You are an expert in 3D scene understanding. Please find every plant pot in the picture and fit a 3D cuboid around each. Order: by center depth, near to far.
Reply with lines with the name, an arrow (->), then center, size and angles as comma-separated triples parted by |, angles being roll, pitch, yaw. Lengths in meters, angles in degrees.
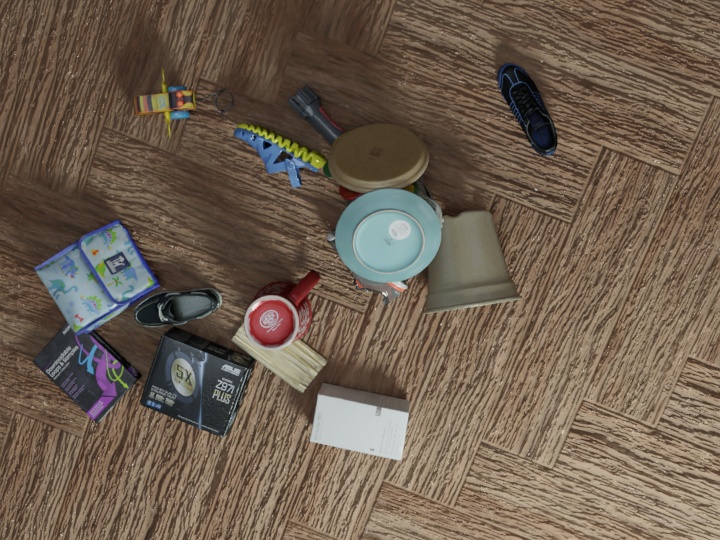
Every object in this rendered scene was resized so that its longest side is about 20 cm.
plant pot -> 0.209, -0.019, 1.595 | 0.198, 0.200, 0.186 | -9, 86, 6

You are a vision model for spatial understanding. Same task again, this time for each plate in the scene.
plate -> 0.051, -0.057, 1.477 | 0.198, 0.026, 0.202 | 0, 122, 0

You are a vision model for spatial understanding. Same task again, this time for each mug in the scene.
mug -> -0.165, 0.074, 1.614 | 0.132, 0.200, 0.179 | 15, 93, 0

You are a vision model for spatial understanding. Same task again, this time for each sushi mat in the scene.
sushi mat -> -0.176, 0.172, 1.729 | 0.199, 0.012, 0.096 | 37, 100, -2

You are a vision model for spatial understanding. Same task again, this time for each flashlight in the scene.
flashlight -> -0.054, -0.290, 1.627 | 0.068, 0.068, 0.200 | -44, 88, 1

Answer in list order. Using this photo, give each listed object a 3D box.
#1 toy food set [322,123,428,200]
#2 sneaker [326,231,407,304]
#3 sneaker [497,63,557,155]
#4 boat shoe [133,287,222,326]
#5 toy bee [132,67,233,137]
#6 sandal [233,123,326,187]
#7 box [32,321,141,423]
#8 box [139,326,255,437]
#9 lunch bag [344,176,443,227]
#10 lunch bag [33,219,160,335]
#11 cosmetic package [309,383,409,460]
toy food set -> 0.030, -0.205, 1.508 | 0.198, 0.199, 0.049 | 5, 139, 11
sneaker -> 0.000, 0.000, 1.660 | 0.199, 0.077, 0.082 | 38, 106, -1
sneaker -> 0.335, -0.320, 1.581 | 0.070, 0.078, 0.201 | -30, 96, 8
boat shoe -> -0.397, 0.079, 1.708 | 0.198, 0.060, 0.076 | -17, 97, 7
toy bee -> -0.376, -0.350, 1.619 | 0.198, 0.109, 0.132 | -25, 94, 8
sandal -> -0.173, -0.236, 1.637 | 0.199, 0.080, 0.088 | 28, 103, 2
box -> -0.602, 0.216, 1.758 | 0.200, 0.036, 0.143 | 44, 99, -1
box -> -0.347, 0.238, 1.716 | 0.198, 0.086, 0.165 | 22, 99, 1
lunch bag -> 0.065, -0.119, 1.569 | 0.166, 0.200, 0.140 | -21, 117, 4
lunch bag -> -0.548, 0.014, 1.685 | 0.199, 0.127, 0.171 | -32, 93, -6
cosmetic package -> -0.001, 0.320, 1.703 | 0.198, 0.081, 0.114 | 9, 101, 2
